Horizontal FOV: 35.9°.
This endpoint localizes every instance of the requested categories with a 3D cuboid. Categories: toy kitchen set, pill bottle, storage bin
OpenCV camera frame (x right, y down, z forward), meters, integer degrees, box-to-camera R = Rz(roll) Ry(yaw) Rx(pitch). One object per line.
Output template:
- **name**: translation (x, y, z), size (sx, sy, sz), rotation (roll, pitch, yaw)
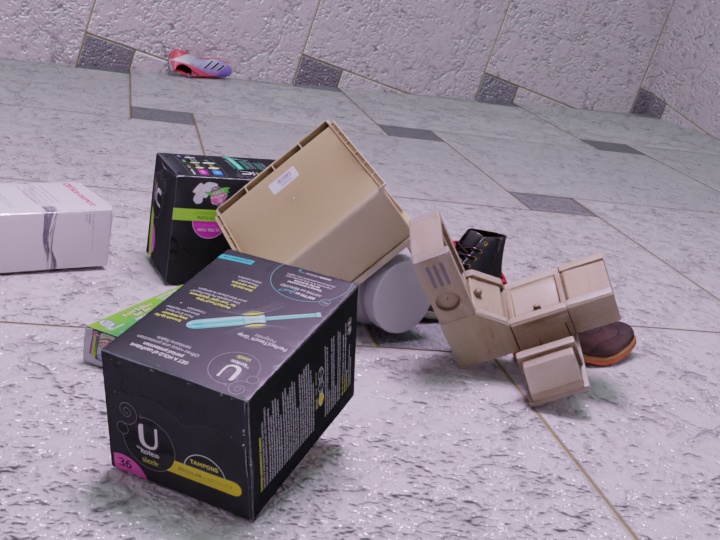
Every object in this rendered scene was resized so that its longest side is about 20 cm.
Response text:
- **toy kitchen set**: translation (0.179, 0.030, 1.245), size (0.197, 0.182, 0.165), rotation (-18, 38, 13)
- **pill bottle**: translation (0.000, 0.000, 1.436), size (0.114, 0.118, 0.199), rotation (-3, 20, -35)
- **storage bin**: translation (-0.061, -0.061, 1.376), size (0.094, 0.199, 0.199), rotation (50, 2, -40)

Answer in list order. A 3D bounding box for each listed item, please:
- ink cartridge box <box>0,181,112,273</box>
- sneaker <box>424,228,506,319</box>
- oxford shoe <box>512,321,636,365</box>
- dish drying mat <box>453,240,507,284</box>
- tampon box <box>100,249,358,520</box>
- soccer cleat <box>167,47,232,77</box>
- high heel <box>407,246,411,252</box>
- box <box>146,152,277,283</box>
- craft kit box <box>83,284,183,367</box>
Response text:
- **ink cartridge box**: translation (-0.443, -0.059, 1.456), size (0.197, 0.084, 0.146), rotation (-4, 21, -35)
- **sneaker**: translation (0.121, 0.000, 1.516), size (0.074, 0.108, 0.198), rotation (23, 22, 40)
- **oxford shoe**: translation (0.282, 0.076, 1.411), size (0.197, 0.074, 0.071), rotation (-4, 21, -36)
- **dish drying mat**: translation (0.181, -0.014, 1.746), size (0.075, 0.019, 0.200), rotation (7, 17, -4)
- **tampon box**: translation (-0.109, 0.094, 0.990), size (0.148, 0.128, 0.200), rotation (15, 33, 22)
- **soccer cleat**: translation (-0.464, -0.583, 3.216), size (0.197, 0.078, 0.067), rotation (12, -31, -31)
- **high heel**: translation (0.060, -0.033, 1.667), size (0.198, 0.069, 0.095), rotation (7, 21, 45)
- **box**: translation (-0.179, -0.070, 1.515), size (0.197, 0.151, 0.124), rotation (1, 20, -25)
- **craft kit box**: translation (-0.168, 0.079, 1.224), size (0.195, 0.049, 0.200), rotation (18, 19, 19)
